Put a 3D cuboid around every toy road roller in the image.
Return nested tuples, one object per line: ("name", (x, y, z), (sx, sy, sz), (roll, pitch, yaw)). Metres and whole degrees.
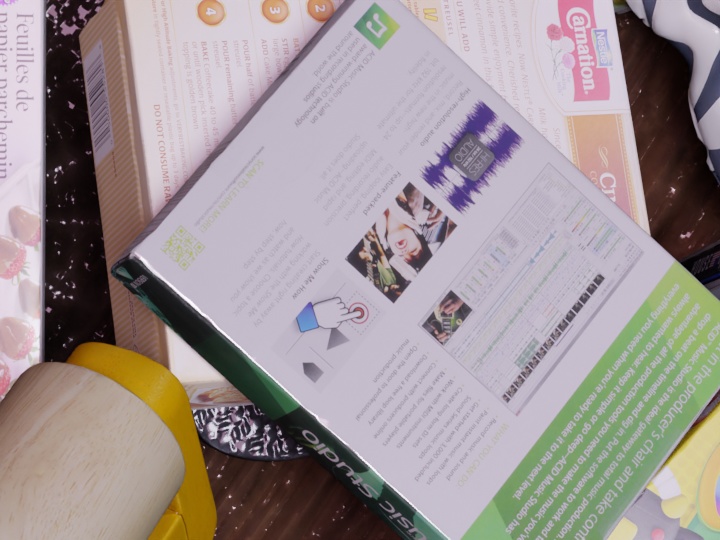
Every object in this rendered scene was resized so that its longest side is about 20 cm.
("toy road roller", (-0.138, 0.116, 0.967), (0.146, 0.200, 0.123), (17, 51, 20))

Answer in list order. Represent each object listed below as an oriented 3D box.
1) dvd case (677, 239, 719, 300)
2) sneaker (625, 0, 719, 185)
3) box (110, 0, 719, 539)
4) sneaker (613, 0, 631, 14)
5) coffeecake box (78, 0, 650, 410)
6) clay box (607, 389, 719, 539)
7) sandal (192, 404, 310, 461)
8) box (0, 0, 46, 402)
("dvd case", (0.207, 0.022, 1.005), (0.150, 0.200, 0.025), (21, 82, -5))
("sneaker", (0.194, -0.080, 1.021), (0.079, 0.130, 0.199), (-42, 113, -30))
("box", (0.029, 0.013, 0.953), (0.200, 0.036, 0.144), (43, 69, -6))
("sneaker", (0.063, -0.146, 1.056), (0.200, 0.090, 0.078), (-2, 84, -8))
("coffeecake box", (0.004, -0.032, 1.011), (0.200, 0.073, 0.154), (-4, 79, -20))
("clay box", (0.103, 0.110, 1.030), (0.048, 0.115, 0.200), (45, 83, -3))
("sandal", (0.000, 0.000, 1.067), (0.075, 0.045, 0.200), (39, 68, -8))
("box", (-0.145, -0.026, 1.048), (0.039, 0.041, 0.200), (0, 87, -7))
